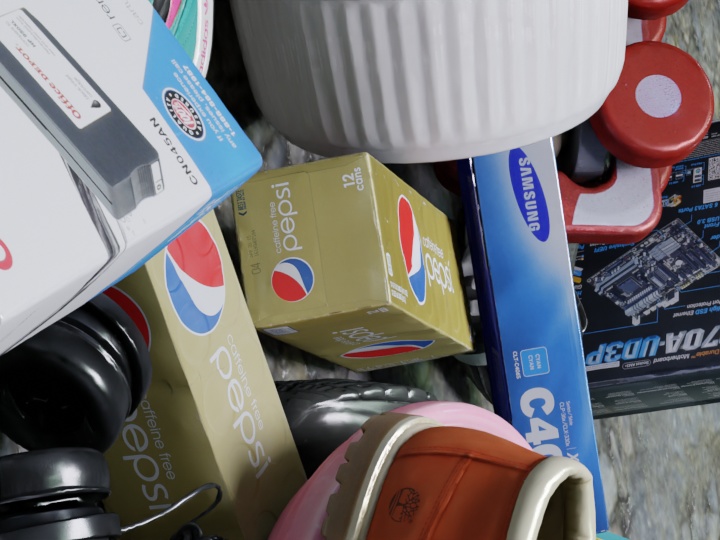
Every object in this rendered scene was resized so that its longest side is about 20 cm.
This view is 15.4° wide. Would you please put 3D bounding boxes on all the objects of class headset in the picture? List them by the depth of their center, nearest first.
[{"bbox_3d":[-0.129,0.070,1.018,0.200,0.094,0.124,36,49,-37],"label":"headset"}]

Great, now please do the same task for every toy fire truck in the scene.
[{"bbox_3d":[0.093,-0.112,1.419,0.112,0.167,0.201,116,-26,-72],"label":"toy fire truck"}]

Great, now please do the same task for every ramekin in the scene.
[{"bbox_3d":[0.033,-0.125,1.248,0.200,0.199,0.105,-46,134,-59],"label":"ramekin"}]

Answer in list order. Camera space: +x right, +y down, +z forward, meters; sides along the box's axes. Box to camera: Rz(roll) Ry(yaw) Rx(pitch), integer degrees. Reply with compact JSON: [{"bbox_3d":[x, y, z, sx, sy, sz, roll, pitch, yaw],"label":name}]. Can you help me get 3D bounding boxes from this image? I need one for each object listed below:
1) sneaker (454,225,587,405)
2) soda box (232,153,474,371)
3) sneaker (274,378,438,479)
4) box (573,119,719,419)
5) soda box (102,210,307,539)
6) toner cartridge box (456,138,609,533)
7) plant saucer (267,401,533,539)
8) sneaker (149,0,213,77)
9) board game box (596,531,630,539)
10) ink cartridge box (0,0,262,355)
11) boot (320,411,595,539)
[{"bbox_3d":[0.095,-0.002,1.488,0.200,0.066,0.091,-69,146,-40],"label":"sneaker"},{"bbox_3d":[0.000,0.000,1.217,0.200,0.064,0.068,32,48,-76],"label":"soda box"},{"bbox_3d":[0.010,0.106,1.274,0.200,0.076,0.091,31,63,-55],"label":"sneaker"},{"bbox_3d":[0.182,-0.002,1.508,0.046,0.199,0.159,39,49,-49],"label":"box"},{"bbox_3d":[-0.084,0.036,1.102,0.068,0.064,0.201,-53,129,-56],"label":"soda box"},{"bbox_3d":[0.084,0.029,1.325,0.095,0.043,0.201,-127,-152,-84],"label":"toner cartridge box"},{"bbox_3d":[0.016,0.154,1.127,0.200,0.051,0.201,-5,96,-52],"label":"plant saucer"},{"bbox_3d":[-0.113,-0.164,1.086,0.121,0.083,0.201,10,75,-73],"label":"sneaker"},{"bbox_3d":[0.079,0.209,1.347,0.200,0.047,0.152,9,98,-63],"label":"board game box"},{"bbox_3d":[-0.142,-0.048,0.929,0.145,0.084,0.200,54,29,-1],"label":"ink cartridge box"},{"bbox_3d":[0.029,0.156,1.021,0.075,0.107,0.201,27,74,-50],"label":"boot"}]
